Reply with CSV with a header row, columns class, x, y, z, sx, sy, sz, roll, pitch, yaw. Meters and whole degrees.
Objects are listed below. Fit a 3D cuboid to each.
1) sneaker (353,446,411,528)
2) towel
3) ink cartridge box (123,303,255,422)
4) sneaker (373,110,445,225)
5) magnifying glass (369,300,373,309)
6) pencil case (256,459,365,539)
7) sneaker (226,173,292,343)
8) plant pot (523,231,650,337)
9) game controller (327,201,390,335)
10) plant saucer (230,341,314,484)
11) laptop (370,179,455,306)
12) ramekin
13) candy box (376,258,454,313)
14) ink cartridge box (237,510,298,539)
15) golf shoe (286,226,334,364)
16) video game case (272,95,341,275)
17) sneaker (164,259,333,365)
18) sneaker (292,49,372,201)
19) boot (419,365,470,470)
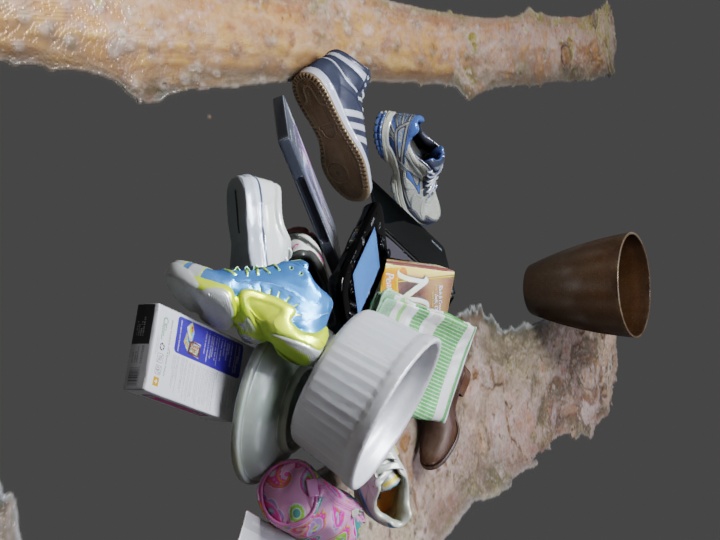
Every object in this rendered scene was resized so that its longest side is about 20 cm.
class,x,y,z,sx,sy,sz,roll,pitch,yaw
sneaker,0.019,0.235,1.578,0.076,0.081,0.202,-28,116,-20
towel,0.069,0.118,1.645,0.199,0.023,0.154,21,87,-45
ink cartridge box,-0.184,0.110,1.390,0.200,0.037,0.096,31,62,-53
sneaker,0.088,-0.148,1.839,0.201,0.084,0.077,63,37,-35
magnifying glass,0.012,0.140,1.641,0.079,0.022,0.203,1,97,-23
pencil case,-0.056,0.288,1.510,0.200,0.086,0.088,51,44,-62
sneaker,-0.114,-0.014,1.472,0.070,0.073,0.203,2,84,-33
plant pot,0.405,0.030,2.255,0.186,0.198,0.189,9,80,-58
game controller,0.000,0.000,1.539,0.201,0.042,0.105,-67,163,-52
plant saucer,-0.091,0.160,1.474,0.200,0.050,0.202,12,90,-73
laptop,0.040,0.002,1.767,0.177,0.103,0.201,40,76,-28
ramekin,0.003,0.144,1.441,0.201,0.097,0.201,-55,165,-23
candy box,0.053,0.089,1.693,0.114,0.055,0.202,6,96,-30
ink cartridge box,-0.120,0.397,1.461,0.200,0.044,0.178,45,51,-50
golf shoe,-0.059,0.050,1.553,0.092,0.072,0.202,-105,175,-71
video game case,-0.066,-0.106,1.569,0.143,0.019,0.201,-102,171,-61
sneaker,-0.118,0.022,1.397,0.199,0.076,0.106,31,63,-10
sneaker,-0.017,-0.201,1.679,0.109,0.069,0.201,-53,129,-46
boot,0.082,0.170,1.826,0.200,0.064,0.188,48,48,-43
